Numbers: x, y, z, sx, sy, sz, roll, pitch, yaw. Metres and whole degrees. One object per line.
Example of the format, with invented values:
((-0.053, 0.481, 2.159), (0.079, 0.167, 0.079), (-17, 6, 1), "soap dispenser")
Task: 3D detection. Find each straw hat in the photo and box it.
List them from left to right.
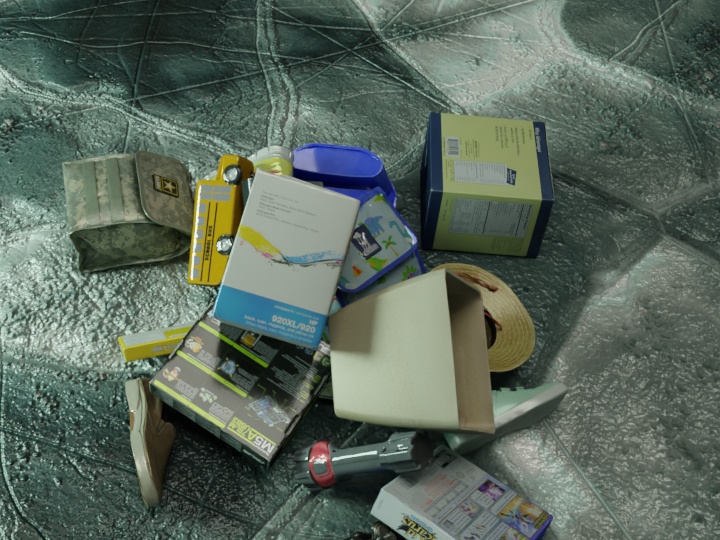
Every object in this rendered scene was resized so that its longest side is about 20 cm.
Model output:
((0.158, 0.092, 1.614), (0.200, 0.085, 0.202), (13, 46, -14), "straw hat")

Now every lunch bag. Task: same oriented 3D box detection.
((-0.358, -0.100, 1.701), (0.199, 0.118, 0.165), (-9, 52, -9), "lunch bag")
((0.000, 0.000, 1.593), (0.170, 0.201, 0.127), (-34, 25, -33), "lunch bag")

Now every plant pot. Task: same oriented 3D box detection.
((0.064, 0.121, 1.435), (0.176, 0.200, 0.201), (-8, 78, 19), "plant pot")

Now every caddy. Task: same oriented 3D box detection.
((-0.041, -0.125, 1.779), (0.199, 0.105, 0.142), (7, 67, 11), "caddy")

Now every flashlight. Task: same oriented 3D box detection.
((0.005, 0.244, 1.403), (0.199, 0.068, 0.068), (-16, 42, 34), "flashlight")

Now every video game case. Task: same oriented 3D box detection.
((0.134, 0.315, 1.381), (0.181, 0.046, 0.200), (30, 20, 20), "video game case")

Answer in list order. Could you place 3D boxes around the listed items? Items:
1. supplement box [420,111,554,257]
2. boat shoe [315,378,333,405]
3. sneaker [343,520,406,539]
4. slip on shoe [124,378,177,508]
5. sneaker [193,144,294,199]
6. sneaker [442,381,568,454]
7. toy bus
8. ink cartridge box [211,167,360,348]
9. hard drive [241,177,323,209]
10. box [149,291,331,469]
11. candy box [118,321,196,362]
((0.206, -0.145, 1.803), (0.199, 0.135, 0.201), (5, 48, -2), "supplement box")
((-0.104, 0.151, 1.547), (0.199, 0.062, 0.075), (12, 62, 0), "boat shoe")
((0.060, 0.377, 1.331), (0.198, 0.076, 0.115), (18, 91, 12), "sneaker")
((-0.278, 0.227, 1.457), (0.060, 0.076, 0.200), (-9, 42, -11), "slip on shoe")
((-0.191, -0.121, 1.727), (0.199, 0.078, 0.091), (-29, 52, 22), "sneaker")
((0.195, 0.174, 1.553), (0.199, 0.074, 0.119), (-19, 59, -19), "sneaker")
((-0.212, -0.075, 1.659), (0.078, 0.065, 0.201), (3, 86, 20), "toy bus")
((-0.095, -0.011, 1.428), (0.144, 0.147, 0.201), (17, 84, -1), "ink cartridge box")
((-0.108, -0.039, 1.643), (0.139, 0.033, 0.201), (0, 78, -38), "hard drive")
((-0.154, 0.140, 1.484), (0.199, 0.048, 0.194), (31, 65, 7), "box")
((-0.248, 0.096, 1.569), (0.199, 0.027, 0.102), (-11, 6, -15), "candy box")
